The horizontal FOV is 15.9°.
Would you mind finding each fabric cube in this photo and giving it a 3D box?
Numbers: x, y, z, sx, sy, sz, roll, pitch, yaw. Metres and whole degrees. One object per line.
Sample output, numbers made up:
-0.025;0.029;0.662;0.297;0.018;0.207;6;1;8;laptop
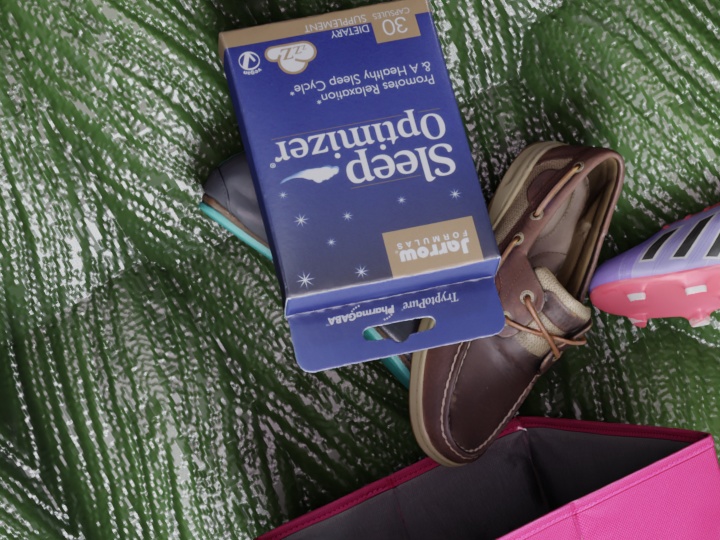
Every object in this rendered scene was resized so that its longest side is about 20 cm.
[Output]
0.089;0.209;1.401;0.200;0.196;0.200;-22;101;-27;fabric cube

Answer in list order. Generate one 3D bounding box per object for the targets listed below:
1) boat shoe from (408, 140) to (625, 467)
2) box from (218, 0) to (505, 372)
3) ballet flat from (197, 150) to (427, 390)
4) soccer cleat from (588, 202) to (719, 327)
0.093;0.017;1.433;0.072;0.072;0.200;38;70;-31;boat shoe
0.002;-0.050;1.418;0.121;0.032;0.200;-11;69;-9;box
0.000;0.000;1.461;0.200;0.073;0.073;42;94;-4;ballet flat
0.226;-0.021;1.481;0.200;0.067;0.077;-13;67;4;soccer cleat
